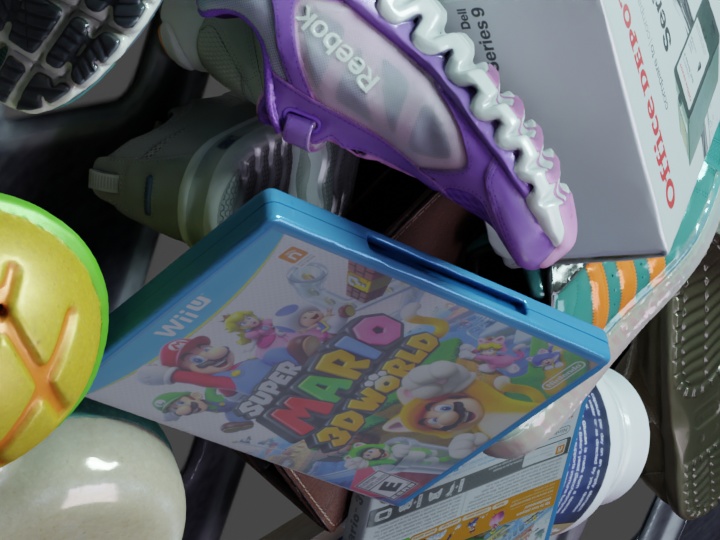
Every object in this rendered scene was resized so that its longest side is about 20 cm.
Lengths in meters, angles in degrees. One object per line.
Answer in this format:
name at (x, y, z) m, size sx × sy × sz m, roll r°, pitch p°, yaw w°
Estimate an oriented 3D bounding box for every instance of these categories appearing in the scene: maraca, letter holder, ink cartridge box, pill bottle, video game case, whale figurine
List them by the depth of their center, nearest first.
maraca at (-0.197, 0.029, 1.171) m, size 0.199 × 0.107 × 0.138 m, roll -4°, pitch 118°, yaw -21°
video game case at (-0.010, 0.039, 1.265) m, size 0.199 × 0.018 × 0.143 m, roll 23°, pitch 135°, yaw -37°
whale figurine at (-0.180, 0.107, 1.303) m, size 0.199 × 0.104 × 0.160 m, roll -14°, pitch 140°, yaw -12°
ink cartridge box at (0.109, -0.116, 1.319) m, size 0.200 × 0.084 × 0.147 m, roll -64°, pitch 143°, yaw -48°
letter holder at (0.000, 0.000, 1.407) m, size 0.200 × 0.100 × 0.142 m, roll -46°, pitch 148°, yaw -9°
video game case at (0.047, 0.124, 1.467) m, size 0.143 × 0.018 × 0.201 m, roll -17°, pitch 132°, yaw -38°
pill bottle at (0.073, 0.093, 1.591) m, size 0.199 × 0.111 × 0.112 m, roll 1°, pitch 122°, yaw -53°

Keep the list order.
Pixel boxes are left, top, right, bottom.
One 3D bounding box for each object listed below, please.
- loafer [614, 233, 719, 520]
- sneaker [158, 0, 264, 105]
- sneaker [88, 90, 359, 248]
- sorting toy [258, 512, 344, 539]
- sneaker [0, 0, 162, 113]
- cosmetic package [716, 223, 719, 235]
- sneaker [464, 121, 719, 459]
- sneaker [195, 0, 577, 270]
loafer at (0.184, 0.058, 1.754) m, size 0.076 × 0.067 × 0.201 m, roll -28°, pitch 127°, yaw -40°
sneaker at (0.009, -0.145, 1.270) m, size 0.200 × 0.092 × 0.076 m, roll -48°, pitch 150°, yaw -6°
sneaker at (-0.052, -0.059, 1.307) m, size 0.200 × 0.082 × 0.075 m, roll -24°, pitch 127°, yaw -67°
sorting toy at (-0.040, 0.237, 1.633) m, size 0.199 × 0.070 × 0.200 m, roll -30°, pitch 144°, yaw -33°
sneaker at (-0.080, -0.144, 1.172) m, size 0.200 × 0.077 × 0.080 m, roll -54°, pitch 159°, yaw 3°
cosmetic package at (0.241, -0.077, 1.648) m, size 0.200 × 0.103 × 0.088 m, roll 0°, pitch 124°, yaw -55°
sneaker at (0.101, -0.010, 1.367) m, size 0.200 × 0.071 × 0.080 m, roll -55°, pitch 137°, yaw -10°
sneaker at (0.007, -0.073, 1.191) m, size 0.088 × 0.200 × 0.080 m, roll -40°, pitch 176°, yaw 6°
